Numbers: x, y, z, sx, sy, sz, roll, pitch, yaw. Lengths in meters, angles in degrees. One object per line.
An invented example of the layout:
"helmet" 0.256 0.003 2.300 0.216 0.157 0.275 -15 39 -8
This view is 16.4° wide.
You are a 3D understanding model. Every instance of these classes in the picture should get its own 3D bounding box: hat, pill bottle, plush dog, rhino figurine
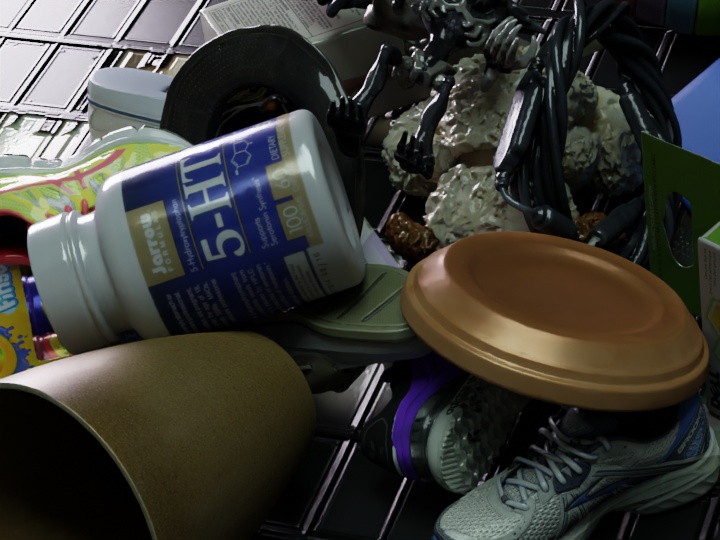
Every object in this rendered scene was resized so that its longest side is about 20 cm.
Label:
"hat" -0.050 -0.071 1.745 0.200 0.202 0.081 24 16 34
"pill bottle" -0.107 -0.018 1.617 0.199 0.120 0.120 -19 38 5
"plush dog" 0.104 -0.067 1.759 0.198 0.161 0.173 -1 63 8
"rhino figurine" 0.070 -0.164 1.829 0.087 0.200 0.060 -17 59 30

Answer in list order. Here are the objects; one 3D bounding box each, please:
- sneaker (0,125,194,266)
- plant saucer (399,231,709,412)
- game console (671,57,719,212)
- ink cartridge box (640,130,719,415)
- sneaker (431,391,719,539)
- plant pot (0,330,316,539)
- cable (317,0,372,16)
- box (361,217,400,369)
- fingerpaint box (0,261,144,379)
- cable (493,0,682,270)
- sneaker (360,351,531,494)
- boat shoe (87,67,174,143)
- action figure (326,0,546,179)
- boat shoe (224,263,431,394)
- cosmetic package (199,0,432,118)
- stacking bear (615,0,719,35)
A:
"sneaker" -0.191 -0.035 1.699 0.199 0.078 0.091 -11 38 13
"plant saucer" 0.125 0.025 1.565 0.199 0.038 0.200 11 24 -5
"game console" 0.327 -0.081 1.817 0.170 0.119 0.200 9 30 -31
"ink cartridge box" 0.242 0.018 1.609 0.199 0.149 0.076 27 51 37
"sneaker" 0.130 0.119 1.554 0.199 0.086 0.077 -24 41 -17
"plant pot" -0.123 0.119 1.550 0.186 0.188 0.200 23 35 33
"cable" 0.020 -0.248 1.906 0.163 0.051 0.200 -31 35 -14
"box" 0.000 0.000 1.760 0.038 0.042 0.200 -20 39 -13
"fingerpaint box" -0.199 0.030 1.732 0.166 0.074 0.201 -12 39 -5
"cable" 0.168 -0.091 1.703 0.051 0.163 0.201 -12 52 48
"sneaker" 0.066 0.067 1.644 0.099 0.070 0.200 3 32 36
"boat shoe" -0.115 -0.085 1.857 0.201 0.087 0.075 14 26 16
"action figure" 0.059 -0.158 1.660 0.118 0.102 0.201 29 61 -2
"boat shoe" -0.019 0.042 1.655 0.199 0.069 0.075 5 35 43
"cosmetic package" -0.012 -0.176 1.939 0.199 0.088 0.104 -19 38 -12
"stacking bear" 0.294 -0.236 1.947 0.198 0.122 0.114 7 38 7
